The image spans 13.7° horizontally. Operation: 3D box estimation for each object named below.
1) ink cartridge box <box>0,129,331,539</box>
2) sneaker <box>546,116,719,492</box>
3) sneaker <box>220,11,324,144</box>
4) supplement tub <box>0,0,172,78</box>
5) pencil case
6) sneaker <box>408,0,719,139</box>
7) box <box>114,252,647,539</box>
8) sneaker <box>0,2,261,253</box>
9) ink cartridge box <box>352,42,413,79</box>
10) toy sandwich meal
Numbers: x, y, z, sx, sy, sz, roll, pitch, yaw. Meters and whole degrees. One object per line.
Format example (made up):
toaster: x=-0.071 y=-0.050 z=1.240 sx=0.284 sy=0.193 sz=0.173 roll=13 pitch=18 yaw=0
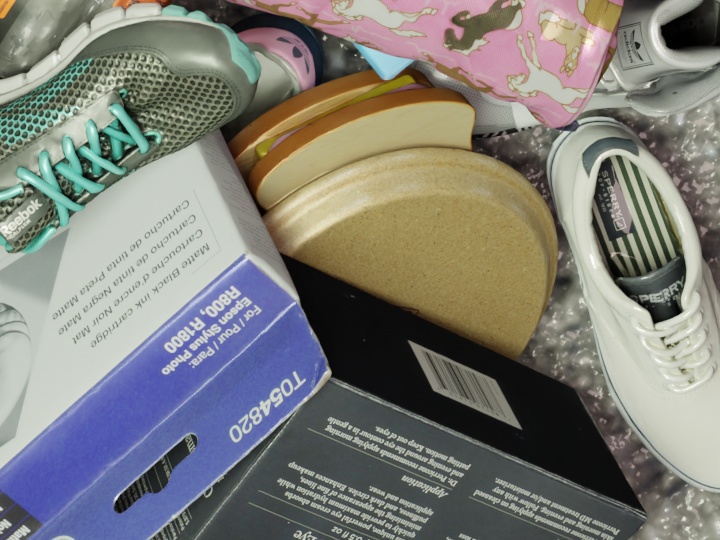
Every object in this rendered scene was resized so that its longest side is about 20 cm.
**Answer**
ink cartridge box: x=-0.123 y=0.033 z=1.330 sx=0.200 sy=0.200 sz=0.041 roll=-42 pitch=135 yaw=14
sneaker: x=0.143 y=0.023 z=1.443 sx=0.073 sy=0.071 sz=0.200 roll=-27 pitch=101 yaw=3
sneaker: x=-0.098 y=-0.046 z=1.425 sx=0.070 sy=0.082 sz=0.200 roll=42 pitch=96 yaw=-6
supplement tub: x=-0.174 y=-0.169 z=1.342 sx=0.200 sy=0.123 sz=0.123 roll=36 pitch=96 yaw=-5
pencil case: x=0.014 y=-0.127 z=1.284 sx=0.199 sy=0.083 sz=0.087 roll=19 pitch=125 yaw=-12
sneaker: x=0.102 y=-0.106 z=1.403 sx=0.199 sy=0.115 sz=0.075 roll=-14 pitch=98 yaw=1
box: x=-0.008 y=0.117 z=1.381 sx=0.200 sy=0.104 sz=0.182 roll=25 pitch=112 yaw=-33
sneaker: x=-0.131 y=-0.047 z=1.290 sx=0.200 sy=0.091 sz=0.078 roll=-19 pitch=133 yaw=27
ink cartridge box: x=-0.009 y=-0.212 z=1.366 sx=0.128 sy=0.125 sz=0.200 roll=-39 pitch=107 yaw=5
toy sandwich meal: x=0.000 y=0.000 z=1.421 sx=0.205 sy=0.070 sz=0.206 roll=-15 pitch=134 yaw=-15
